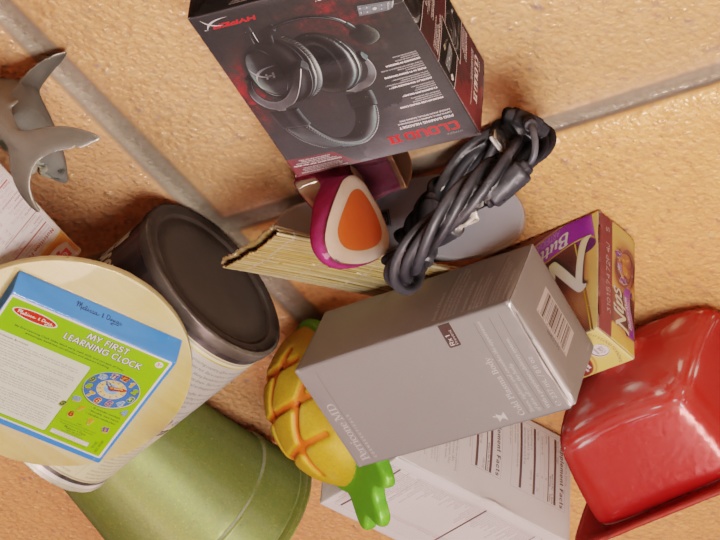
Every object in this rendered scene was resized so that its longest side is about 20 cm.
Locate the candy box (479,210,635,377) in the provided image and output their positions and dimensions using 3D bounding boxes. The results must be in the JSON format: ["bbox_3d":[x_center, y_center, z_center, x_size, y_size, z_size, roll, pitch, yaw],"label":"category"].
[{"bbox_3d":[0.124,0.043,1.788,0.200,0.117,0.056,-24,134,34],"label":"candy box"}]

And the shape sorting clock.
[{"bbox_3d":[-0.226,0.069,1.680,0.200,0.039,0.200,-1,130,-1],"label":"shape sorting clock"}]

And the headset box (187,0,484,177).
[{"bbox_3d":[-0.009,-0.155,1.572,0.149,0.077,0.200,-11,139,20],"label":"headset box"}]

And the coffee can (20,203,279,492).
[{"bbox_3d":[-0.185,0.063,1.783,0.200,0.146,0.146,-39,127,22],"label":"coffee can"}]

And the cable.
[{"bbox_3d":[0.077,-0.050,1.618,0.051,0.200,0.163,39,94,-5],"label":"cable"}]

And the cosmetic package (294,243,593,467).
[{"bbox_3d":[0.063,0.067,1.697,0.200,0.090,0.107,-22,114,29],"label":"cosmetic package"}]

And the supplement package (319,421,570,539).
[{"bbox_3d":[0.078,0.179,1.981,0.200,0.110,0.114,29,137,-28],"label":"supplement package"}]

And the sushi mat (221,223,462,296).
[{"bbox_3d":[0.000,0.000,1.718,0.200,0.012,0.096,12,158,-29],"label":"sushi mat"}]

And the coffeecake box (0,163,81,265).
[{"bbox_3d":[-0.324,-0.069,1.665,0.153,0.073,0.200,26,162,42],"label":"coffeecake box"}]

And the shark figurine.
[{"bbox_3d":[-0.241,-0.122,1.626,0.089,0.214,0.128,-40,98,-2],"label":"shark figurine"}]

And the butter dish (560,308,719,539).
[{"bbox_3d":[0.239,0.102,1.828,0.199,0.200,0.148,-29,109,37],"label":"butter dish"}]

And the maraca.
[{"bbox_3d":[-0.017,0.126,1.861,0.107,0.200,0.137,-14,134,-18],"label":"maraca"}]

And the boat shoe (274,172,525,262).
[{"bbox_3d":[0.032,-0.034,1.748,0.200,0.069,0.057,-5,168,12],"label":"boat shoe"}]

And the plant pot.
[{"bbox_3d":[-0.178,0.177,1.972,0.200,0.200,0.190,-25,121,34],"label":"plant pot"}]

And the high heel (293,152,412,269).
[{"bbox_3d":[-0.027,-0.038,1.642,0.096,0.200,0.068,-18,103,21],"label":"high heel"}]
